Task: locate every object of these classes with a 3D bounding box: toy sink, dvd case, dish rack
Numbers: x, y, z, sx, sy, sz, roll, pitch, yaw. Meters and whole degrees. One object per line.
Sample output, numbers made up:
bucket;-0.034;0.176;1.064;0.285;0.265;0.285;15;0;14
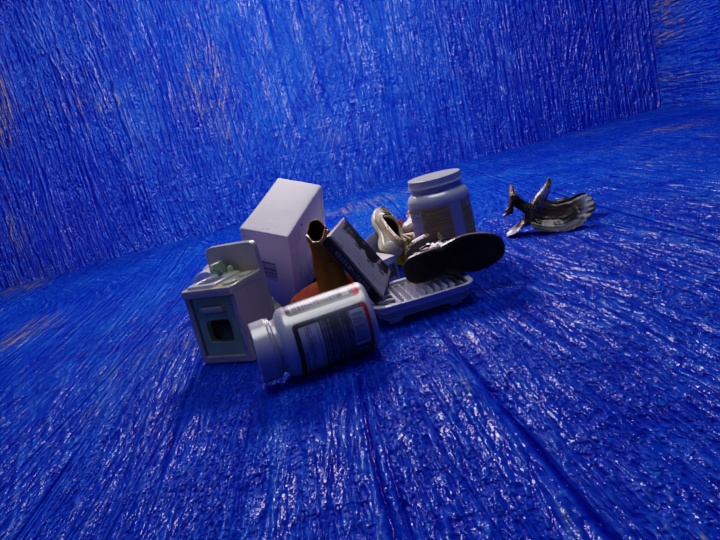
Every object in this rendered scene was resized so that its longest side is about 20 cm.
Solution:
toy sink;-0.250;0.061;1.228;0.127;0.205;0.112;-6;14;29
dvd case;-0.003;-0.024;1.249;0.025;0.151;0.200;-40;6;15
dish rack;0.108;0.047;1.237;0.195;0.045;0.172;-16;12;-6

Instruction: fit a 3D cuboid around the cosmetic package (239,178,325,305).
cosmetic package;-0.166;-0.064;1.484;0.120;0.203;0.202;10;42;15

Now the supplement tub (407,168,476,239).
supplement tub;0.185;-0.114;1.468;0.142;0.205;0.146;-13;12;3

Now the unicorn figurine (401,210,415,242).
unicorn figurine;0.153;-0.131;1.636;0.135;0.075;0.199;-19;13;39

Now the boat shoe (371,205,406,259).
boat shoe;0.073;-0.102;1.577;0.063;0.072;0.202;-48;24;25

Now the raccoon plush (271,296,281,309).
raccoon plush;-0.190;0.055;1.328;0.196;0.137;0.096;-7;13;31

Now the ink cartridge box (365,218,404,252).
ink cartridge box;0.071;-0.082;1.720;0.109;0.051;0.199;-39;-5;40

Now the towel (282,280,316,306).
towel;-0.172;0.049;1.597;0.140;0.023;0.200;-13;13;7

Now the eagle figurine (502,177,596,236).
eagle figurine;0.450;-0.149;1.563;0.195;0.152;0.155;17;62;6

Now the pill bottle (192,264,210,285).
pill bottle;-0.351;0.020;1.714;0.110;0.116;0.200;-10;14;20

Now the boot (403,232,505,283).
boot;0.174;-0.038;1.277;0.195;0.075;0.151;-19;12;4

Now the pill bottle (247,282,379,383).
pill bottle;-0.076;0.102;1.053;0.195;0.117;0.114;-18;13;-13

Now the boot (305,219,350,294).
boot;-0.063;0.005;1.251;0.069;0.146;0.203;-20;40;-3

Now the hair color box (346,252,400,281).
hair color box;0.000;0.000;1.520;0.097;0.062;0.199;-21;13;-23

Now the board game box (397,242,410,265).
board game box;0.181;-0.065;1.618;0.196;0.049;0.101;-19;13;-20

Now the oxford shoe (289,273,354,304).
oxford shoe;-0.053;0.056;1.377;0.195;0.073;0.073;-18;-15;-1
